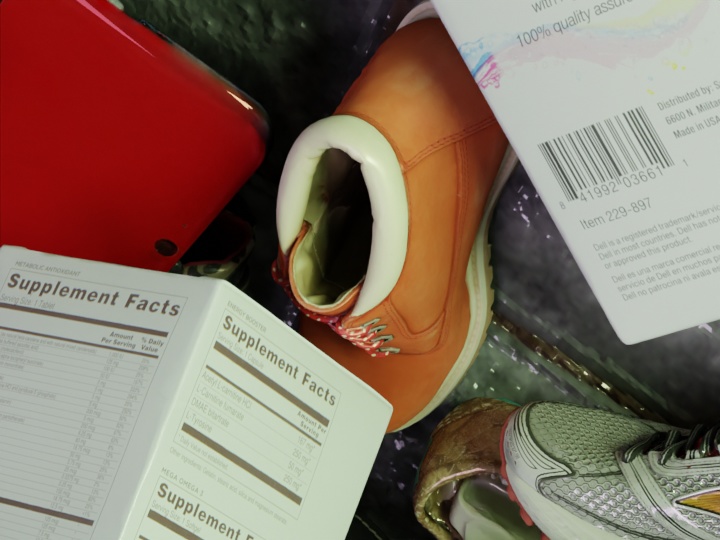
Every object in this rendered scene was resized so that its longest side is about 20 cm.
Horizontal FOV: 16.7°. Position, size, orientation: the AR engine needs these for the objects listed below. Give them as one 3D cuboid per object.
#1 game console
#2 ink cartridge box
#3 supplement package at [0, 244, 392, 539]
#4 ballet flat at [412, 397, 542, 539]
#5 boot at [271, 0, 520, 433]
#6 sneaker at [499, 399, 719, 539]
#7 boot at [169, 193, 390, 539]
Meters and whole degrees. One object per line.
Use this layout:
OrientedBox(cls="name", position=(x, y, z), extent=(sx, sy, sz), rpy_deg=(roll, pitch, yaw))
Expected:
OrientedBox(cls="game console", position=(-0.136, -0.075, 0.911), extent=(0.200, 0.118, 0.173), rpy_deg=(-45, 45, 42))
OrientedBox(cls="ink cartridge box", position=(0.101, -0.096, 0.723), extent=(0.145, 0.087, 0.201), rpy_deg=(-19, 107, 45))
OrientedBox(cls="supplement package", position=(-0.090, 0.108, 0.829), extent=(0.113, 0.201, 0.109), rpy_deg=(9, 160, 39))
OrientedBox(cls="ballet flat", position=(0.102, 0.120, 0.890), extent=(0.199, 0.065, 0.071), rpy_deg=(29, 132, 19))
OrientedBox(cls="boot", position=(0.000, 0.000, 0.860), extent=(0.075, 0.107, 0.201), rpy_deg=(29, 136, 16))
OrientedBox(cls="sneaker", position=(0.142, 0.068, 0.825), extent=(0.199, 0.078, 0.083), rpy_deg=(10, 118, 25))
OrientedBox(cls="boot", position=(-0.063, 0.047, 0.973), extent=(0.199, 0.073, 0.151), rpy_deg=(33, 135, 25))
